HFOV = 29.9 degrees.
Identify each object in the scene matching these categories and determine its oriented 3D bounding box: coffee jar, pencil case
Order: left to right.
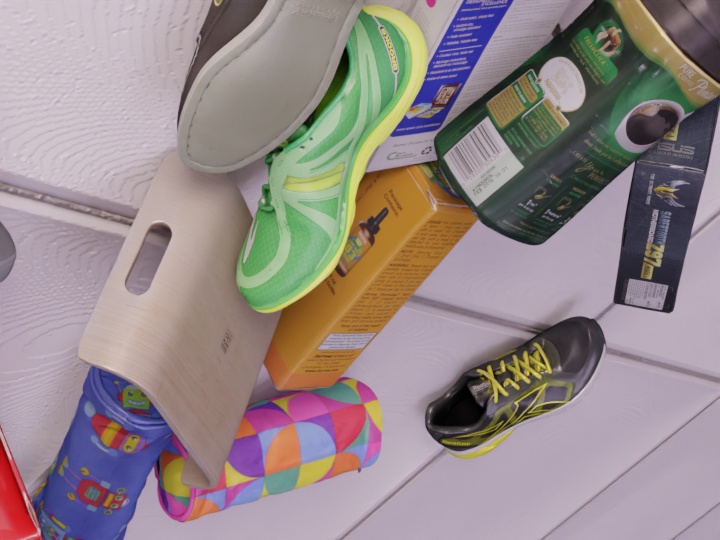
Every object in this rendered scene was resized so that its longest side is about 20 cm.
[{"bbox_3d":[-0.183,0.132,0.985,0.078,0.087,0.200,21,130,-13],"label":"pencil case"},{"bbox_3d":[-0.075,0.145,1.109,0.199,0.089,0.089,-10,145,-35],"label":"pencil case"},{"bbox_3d":[0.148,-0.109,0.840,0.200,0.086,0.104,-41,149,22],"label":"coffee jar"}]

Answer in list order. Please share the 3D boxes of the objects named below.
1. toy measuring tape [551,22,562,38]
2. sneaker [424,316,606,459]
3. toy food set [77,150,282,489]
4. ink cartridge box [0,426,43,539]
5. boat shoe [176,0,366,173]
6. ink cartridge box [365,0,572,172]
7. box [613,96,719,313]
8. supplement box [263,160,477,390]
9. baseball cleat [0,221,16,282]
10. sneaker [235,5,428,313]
[{"bbox_3d":[0.132,-0.109,0.937,0.073,0.074,0.200,-35,142,6],"label":"toy measuring tape"},{"bbox_3d":[0.147,0.113,1.287,0.200,0.075,0.084,-40,150,15],"label":"sneaker"},{"bbox_3d":[-0.112,0.038,0.864,0.200,0.060,0.144,71,34,-59],"label":"toy food set"},{"bbox_3d":[-0.261,0.168,0.921,0.067,0.117,0.201,-21,149,-19],"label":"ink cartridge box"},{"bbox_3d":[-0.043,-0.138,0.713,0.071,0.061,0.201,11,131,-36],"label":"boat shoe"},{"bbox_3d":[0.068,-0.139,0.836,0.094,0.037,0.200,-12,153,-32],"label":"ink cartridge box"},{"bbox_3d":[0.227,-0.085,0.982,0.051,0.159,0.200,10,151,10],"label":"box"},{"bbox_3d":[0.000,0.000,0.970,0.069,0.067,0.200,2,138,-46],"label":"supplement box"},{"bbox_3d":[-0.211,-0.055,0.668,0.106,0.070,0.200,-35,153,6],"label":"baseball cleat"},{"bbox_3d":[-0.035,-0.071,0.809,0.083,0.074,0.201,12,110,-39],"label":"sneaker"}]
